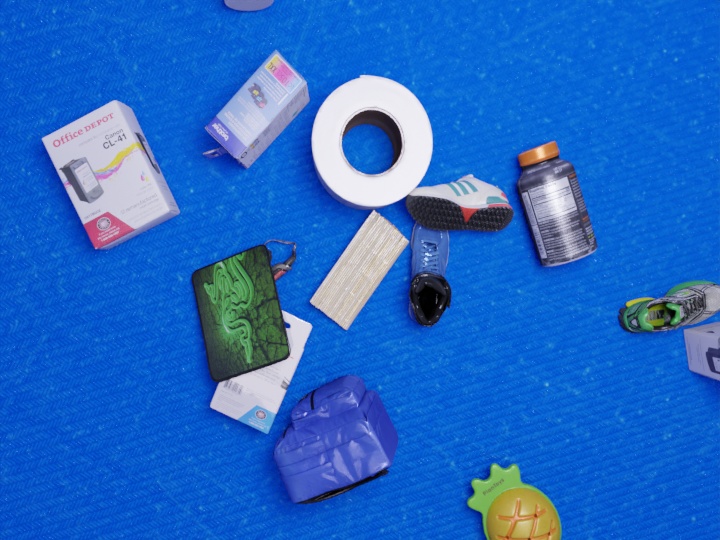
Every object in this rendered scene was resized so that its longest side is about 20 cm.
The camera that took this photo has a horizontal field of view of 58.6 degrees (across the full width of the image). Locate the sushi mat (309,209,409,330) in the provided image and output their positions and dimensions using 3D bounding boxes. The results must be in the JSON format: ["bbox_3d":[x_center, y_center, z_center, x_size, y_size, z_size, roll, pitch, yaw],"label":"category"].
[{"bbox_3d":[0.000,0.000,1.143,0.095,0.012,0.202,35,91,-23],"label":"sushi mat"}]

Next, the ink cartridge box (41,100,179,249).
[{"bbox_3d":[-0.419,-0.158,1.087,0.145,0.086,0.204,-26,96,-2],"label":"ink cartridge box"}]

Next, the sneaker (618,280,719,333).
[{"bbox_3d":[0.578,0.075,1.161,0.195,0.085,0.080,-18,94,-3],"label":"sneaker"}]

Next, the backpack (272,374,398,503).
[{"bbox_3d":[-0.053,0.288,1.100,0.197,0.162,0.171,-29,85,11],"label":"backpack"}]

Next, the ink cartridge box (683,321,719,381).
[{"bbox_3d":[0.687,0.142,1.113,0.141,0.200,0.087,-12,94,-3],"label":"ink cartridge box"}]

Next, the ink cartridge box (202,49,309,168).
[{"bbox_3d":[-0.177,-0.251,1.071,0.076,0.136,0.201,41,90,-3],"label":"ink cartridge box"}]

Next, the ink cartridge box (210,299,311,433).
[{"bbox_3d":[-0.170,0.162,1.126,0.114,0.068,0.204,24,91,-3],"label":"ink cartridge box"}]

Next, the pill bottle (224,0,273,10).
[{"bbox_3d":[-0.194,-0.551,1.067,0.109,0.112,0.206,-5,93,-3],"label":"pill bottle"}]

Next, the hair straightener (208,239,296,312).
[{"bbox_3d":[-0.193,0.011,1.129,0.199,0.041,0.077,-41,94,5],"label":"hair straightener"}]

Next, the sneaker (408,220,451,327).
[{"bbox_3d":[0.123,-0.003,1.115,0.074,0.111,0.206,8,92,-4],"label":"sneaker"}]

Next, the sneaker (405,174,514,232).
[{"bbox_3d":[0.169,-0.125,1.128,0.194,0.095,0.071,5,135,-10],"label":"sneaker"}]

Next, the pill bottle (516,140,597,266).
[{"bbox_3d":[0.338,-0.119,1.126,0.104,0.106,0.205,-18,94,-2],"label":"pill bottle"}]

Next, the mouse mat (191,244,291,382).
[{"bbox_3d":[-0.207,0.073,1.094,0.157,0.008,0.205,-19,75,16],"label":"mouse mat"}]

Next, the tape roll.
[{"bbox_3d":[0.015,-0.208,1.085,0.196,0.139,0.209,0,92,-3],"label":"tape roll"}]

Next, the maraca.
[{"bbox_3d":[0.277,0.440,1.149,0.136,0.107,0.202,-38,94,0],"label":"maraca"}]
